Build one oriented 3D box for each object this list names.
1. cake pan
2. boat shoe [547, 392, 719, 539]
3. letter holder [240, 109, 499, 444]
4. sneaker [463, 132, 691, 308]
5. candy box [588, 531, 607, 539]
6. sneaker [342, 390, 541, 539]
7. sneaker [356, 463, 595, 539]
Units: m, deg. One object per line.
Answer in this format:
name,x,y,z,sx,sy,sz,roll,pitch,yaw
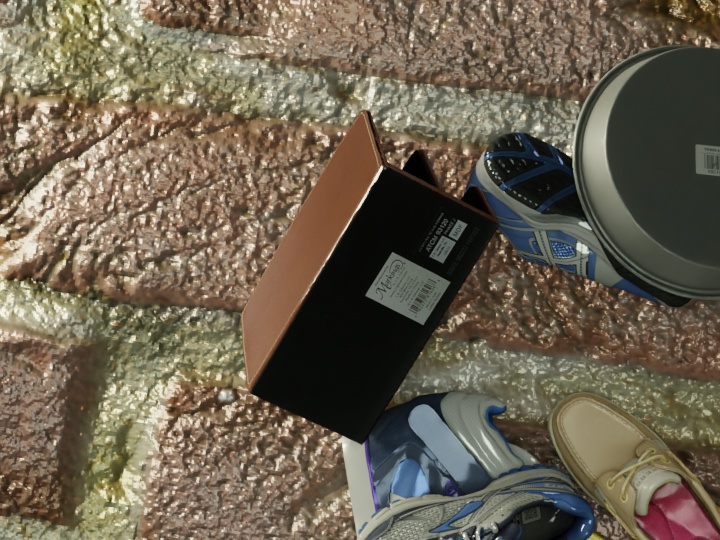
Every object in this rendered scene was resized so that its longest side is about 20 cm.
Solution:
cake pan,0.257,-0.079,1.542,0.199,0.037,0.201,4,74,-14
boat shoe,0.220,0.165,1.540,0.074,0.069,0.200,-43,77,-7
letter holder,0.000,0.000,1.546,0.100,0.142,0.201,26,108,-18
sneaker,0.168,-0.033,1.570,0.200,0.077,0.076,33,56,-9
candy box,0.187,0.264,1.567,0.199,0.026,0.102,32,87,5
sneaker,0.074,0.190,1.552,0.146,0.081,0.201,-13,80,8
sneaker,0.079,0.197,1.480,0.199,0.085,0.077,-23,108,-18
